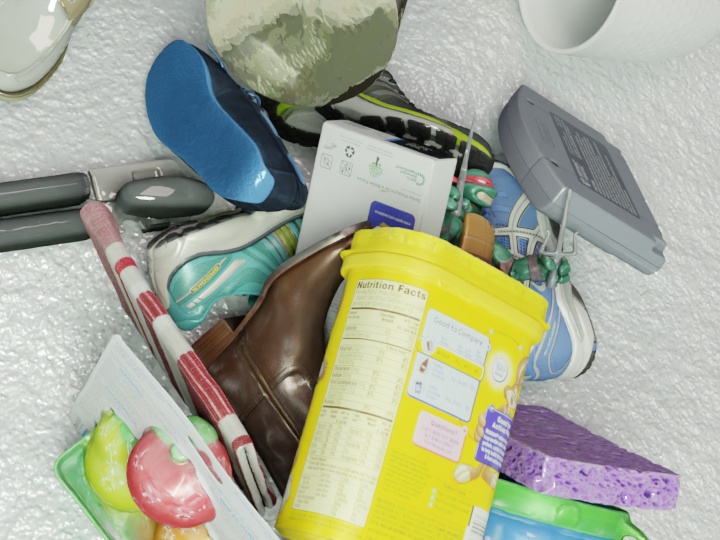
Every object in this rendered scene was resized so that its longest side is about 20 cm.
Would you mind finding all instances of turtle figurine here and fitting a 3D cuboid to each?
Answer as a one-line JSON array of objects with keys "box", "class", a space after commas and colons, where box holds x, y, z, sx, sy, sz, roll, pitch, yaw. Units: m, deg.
[{"box": [0.089, -0.006, 1.061, 0.149, 0.101, 0.201, 14, 82, -34], "class": "turtle figurine"}]

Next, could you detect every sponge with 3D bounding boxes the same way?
[{"box": [0.132, 0.129, 1.013, 0.111, 0.200, 0.030, 10, 94, -22], "class": "sponge"}]

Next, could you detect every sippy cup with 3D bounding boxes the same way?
[{"box": [0.110, 0.215, 0.986, 0.139, 0.178, 0.131, 18, 85, -36], "class": "sippy cup"}]

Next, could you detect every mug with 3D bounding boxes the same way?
[{"box": [0.273, -0.274, 1.271, 0.175, 0.200, 0.148, 1, 71, -34], "class": "mug"}]

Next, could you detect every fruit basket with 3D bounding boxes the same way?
[{"box": [-0.111, 0.136, 0.876, 0.094, 0.200, 0.185, -37, 85, -34], "class": "fruit basket"}]

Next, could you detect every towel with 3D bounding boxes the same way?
[{"box": [-0.117, 0.059, 0.919, 0.023, 0.144, 0.200, -32, 66, -12], "class": "towel"}]

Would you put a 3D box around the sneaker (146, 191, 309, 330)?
[{"box": [-0.073, -0.013, 1.059, 0.200, 0.077, 0.080, -21, 102, -34], "class": "sneaker"}]

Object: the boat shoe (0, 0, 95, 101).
[{"box": [-0.238, -0.220, 1.064, 0.075, 0.068, 0.200, 27, 57, -13], "class": "boat shoe"}]

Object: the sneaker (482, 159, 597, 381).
[{"box": [0.123, -0.002, 1.136, 0.077, 0.076, 0.201, -12, 71, -36], "class": "sneaker"}]

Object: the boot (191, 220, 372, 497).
[{"box": [-0.008, 0.091, 0.973, 0.200, 0.186, 0.064, 54, 28, 11], "class": "boot"}]

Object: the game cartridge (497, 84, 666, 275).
[{"box": [0.179, -0.082, 1.169, 0.133, 0.040, 0.200, 33, 24, -21], "class": "game cartridge"}]

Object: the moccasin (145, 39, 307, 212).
[{"box": [-0.105, -0.100, 1.052, 0.068, 0.081, 0.200, 22, 27, -43], "class": "moccasin"}]

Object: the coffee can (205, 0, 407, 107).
[{"box": [-0.028, -0.240, 1.096, 0.146, 0.146, 0.200, 30, 36, -11], "class": "coffee can"}]

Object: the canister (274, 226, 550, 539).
[{"box": [0.034, 0.092, 0.903, 0.148, 0.086, 0.201, 28, 71, -35], "class": "canister"}]

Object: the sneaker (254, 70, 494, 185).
[{"box": [0.019, -0.128, 1.125, 0.199, 0.074, 0.081, 24, 48, 9], "class": "sneaker"}]

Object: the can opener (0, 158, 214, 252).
[{"box": [-0.206, -0.050, 1.003, 0.199, 0.066, 0.053, -11, 78, -28], "class": "can opener"}]

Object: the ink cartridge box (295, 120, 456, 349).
[{"box": [0.000, 0.000, 1.011, 0.099, 0.201, 0.039, 23, 18, 28], "class": "ink cartridge box"}]
